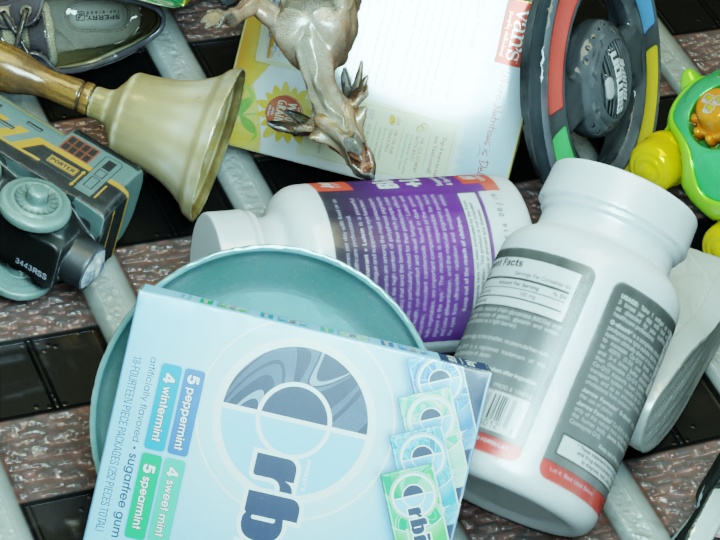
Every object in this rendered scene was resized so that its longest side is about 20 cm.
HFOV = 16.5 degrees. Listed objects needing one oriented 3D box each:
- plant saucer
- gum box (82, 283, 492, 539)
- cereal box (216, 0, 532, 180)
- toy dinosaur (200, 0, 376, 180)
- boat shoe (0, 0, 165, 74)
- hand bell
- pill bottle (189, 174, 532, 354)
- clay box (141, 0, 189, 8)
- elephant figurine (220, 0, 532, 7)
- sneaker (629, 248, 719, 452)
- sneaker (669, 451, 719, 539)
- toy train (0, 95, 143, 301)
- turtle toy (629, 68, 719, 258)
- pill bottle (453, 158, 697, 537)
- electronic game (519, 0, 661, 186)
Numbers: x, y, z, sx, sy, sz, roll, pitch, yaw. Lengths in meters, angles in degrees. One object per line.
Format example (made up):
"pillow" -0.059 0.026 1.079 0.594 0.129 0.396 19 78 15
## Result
"plant saucer" -0.054 0.086 1.411 0.199 0.201 0.036 12 0 -3
"gum box" -0.043 0.113 1.368 0.199 0.171 0.045 13 3 -2
"cereal box" 0.016 -0.132 1.664 0.199 0.145 0.040 15 5 -1
"toy dinosaur" -0.026 -0.160 1.591 0.085 0.136 0.201 -4 50 23
"boat shoe" -0.222 -0.160 1.663 0.199 0.072 0.065 -13 15 -34
"hand bell" -0.184 -0.113 1.603 0.199 0.104 0.104 19 42 2
"pill bottle" 0.000 0.000 1.535 0.199 0.112 0.112 -4 45 -19
"clay box" -0.157 -0.231 1.727 0.114 0.048 0.200 15 17 3
"elephant figurine" 0.020 -0.188 1.738 0.200 0.155 0.142 44 81 -5
"sneaker" 0.165 0.037 1.579 0.115 0.074 0.200 24 33 12
"sneaker" 0.230 0.164 1.455 0.086 0.080 0.200 34 51 6
"toy train" -0.233 -0.060 1.555 0.199 0.086 0.114 29 41 12
"turtle toy" 0.289 -0.066 1.685 0.200 0.101 0.145 49 47 11
"pill bottle" 0.120 0.044 1.457 0.115 0.116 0.201 22 77 9
"electronic game" 0.159 -0.129 1.663 0.041 0.201 0.200 4 36 28
